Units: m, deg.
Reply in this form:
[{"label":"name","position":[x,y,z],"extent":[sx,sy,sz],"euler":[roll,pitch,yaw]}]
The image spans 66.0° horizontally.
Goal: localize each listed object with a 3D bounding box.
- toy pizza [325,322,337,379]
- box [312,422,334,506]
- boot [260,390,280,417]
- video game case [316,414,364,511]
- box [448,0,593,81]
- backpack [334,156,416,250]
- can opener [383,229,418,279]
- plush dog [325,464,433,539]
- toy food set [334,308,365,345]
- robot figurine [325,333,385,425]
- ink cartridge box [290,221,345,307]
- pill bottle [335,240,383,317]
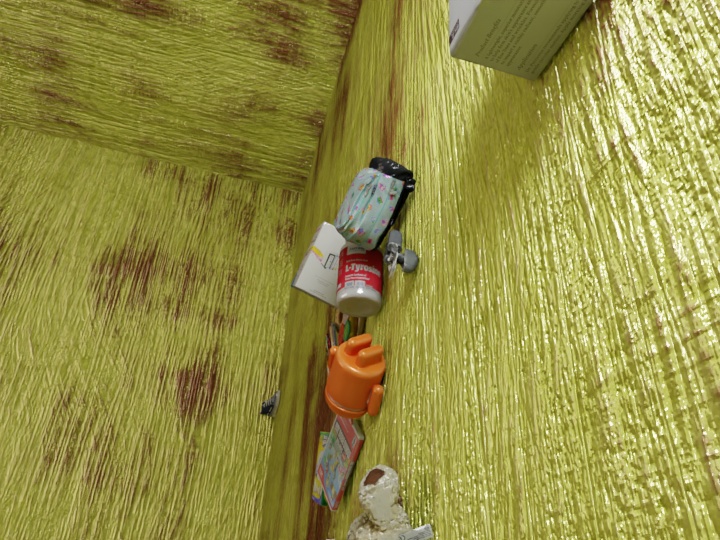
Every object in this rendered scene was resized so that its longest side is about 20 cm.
[{"label":"toy pizza","position":[-0.084,0.251,1.589],"extent":[0.200,0.031,0.206],"euler":[177,90,-85]},{"label":"box","position":[-0.085,0.506,1.463],"extent":[0.117,0.047,0.205],"euler":[137,143,-69]},{"label":"boot","position":[-0.504,0.743,3.091],"extent":[0.073,0.088,0.203],"euler":[-97,21,-55]},{"label":"video game case","position":[-0.051,0.441,1.324],"extent":[0.204,0.017,0.143],"euler":[-71,24,14]},{"label":"box","position":[0.205,-0.390,0.684],"extent":[0.200,0.128,0.204],"euler":[123,155,-59]},{"label":"backpack","position":[0.028,-0.151,1.255],"extent":[0.203,0.125,0.167],"euler":[-63,9,6]},{"label":"can opener","position":[0.084,-0.032,1.153],"extent":[0.201,0.065,0.054],"euler":[-75,0,-71]},{"label":"plush dog","position":[0.030,0.427,0.869],"extent":[0.202,0.159,0.172],"euler":[-54,-9,-14]},{"label":"toy food set","position":[-0.030,0.142,1.510],"extent":[0.200,0.047,0.203],"euler":[114,162,-48]},{"label":"robot figurine","position":[-0.014,0.234,1.201],"extent":[0.117,0.141,0.203],"euler":[-66,-6,-61]},{"label":"ink cartridge box","position":[-0.095,-0.015,1.617],"extent":[0.204,0.142,0.147],"euler":[-65,11,-7]},{"label":"pill bottle","position":[0.000,0.000,1.341],"extent":[0.113,0.110,0.204],"euler":[120,157,-56]}]
